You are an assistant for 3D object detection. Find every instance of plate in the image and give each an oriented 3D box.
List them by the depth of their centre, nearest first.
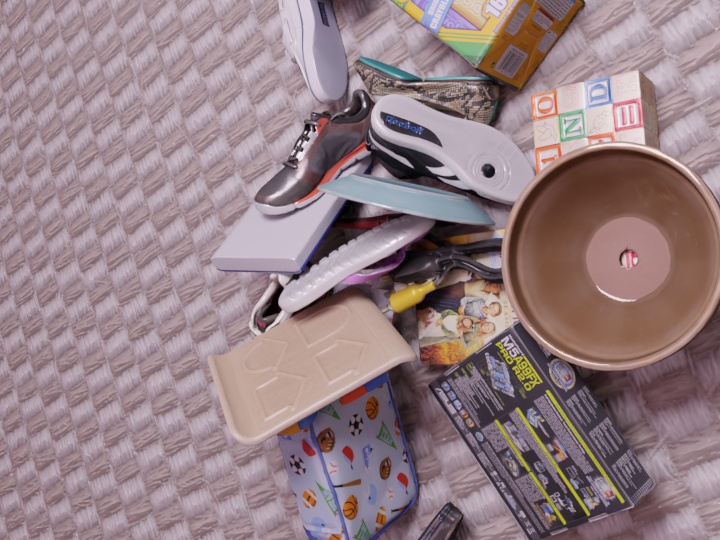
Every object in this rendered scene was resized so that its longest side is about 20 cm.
[{"bbox_3d":[0.052,-0.081,0.895,0.199,0.200,0.026,19,101,33],"label":"plate"}]

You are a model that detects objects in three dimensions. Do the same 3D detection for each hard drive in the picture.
[{"bbox_3d":[-0.082,-0.075,1.013,0.131,0.025,0.201,1,44,34],"label":"hard drive"}]

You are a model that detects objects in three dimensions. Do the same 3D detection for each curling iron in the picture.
[{"bbox_3d":[0.030,-0.067,1.008,0.199,0.026,0.050,10,131,35],"label":"curling iron"}]

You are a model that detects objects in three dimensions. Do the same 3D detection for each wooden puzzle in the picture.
[{"bbox_3d":[-0.054,0.104,0.881,0.185,0.199,0.047,49,161,62],"label":"wooden puzzle"}]

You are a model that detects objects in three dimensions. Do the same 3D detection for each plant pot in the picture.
[{"bbox_3d":[0.239,-0.012,0.759,0.199,0.092,0.203,-1,89,32],"label":"plant pot"}]

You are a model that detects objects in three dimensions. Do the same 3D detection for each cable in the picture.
[{"bbox_3d":[0.099,-0.009,0.901,0.199,0.050,0.098,-11,53,37],"label":"cable"}]

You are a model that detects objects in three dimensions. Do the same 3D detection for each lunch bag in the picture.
[{"bbox_3d":[-0.009,0.210,0.936,0.075,0.160,0.202,-3,108,39],"label":"lunch bag"}]

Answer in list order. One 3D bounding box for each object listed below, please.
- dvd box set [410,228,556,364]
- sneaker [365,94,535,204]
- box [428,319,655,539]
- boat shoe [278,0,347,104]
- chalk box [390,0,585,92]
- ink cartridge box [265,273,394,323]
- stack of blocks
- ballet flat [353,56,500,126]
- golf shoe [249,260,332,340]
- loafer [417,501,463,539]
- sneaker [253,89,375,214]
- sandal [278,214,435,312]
[{"bbox_3d":[0.137,0.031,0.898,0.199,0.029,0.148,-5,89,50],"label":"dvd box set"},{"bbox_3d":[0.100,-0.128,0.950,0.199,0.112,0.073,29,75,0],"label":"sneaker"},{"bbox_3d":[0.176,0.163,0.836,0.201,0.044,0.160,56,140,10],"label":"box"},{"bbox_3d":[-0.067,-0.300,1.074,0.065,0.073,0.202,-23,65,35],"label":"boat shoe"},{"bbox_3d":[0.121,-0.314,0.907,0.200,0.124,0.124,47,112,25],"label":"chalk box"},{"bbox_3d":[-0.034,0.064,1.038,0.199,0.050,0.110,9,92,33],"label":"ink cartridge box"},{"bbox_3d":[0.247,-0.090,0.848,0.114,0.058,0.202,-7,84,34],"label":"stack of blocks"},{"bbox_3d":[0.069,-0.204,0.976,0.199,0.068,0.076,18,106,30],"label":"ballet flat"},{"bbox_3d":[-0.110,0.079,1.007,0.077,0.088,0.201,28,104,30],"label":"golf shoe"},{"bbox_3d":[0.085,0.358,0.936,0.072,0.073,0.201,26,112,23],"label":"loafer"},{"bbox_3d":[-0.058,-0.149,0.995,0.200,0.082,0.077,-40,37,-15],"label":"sneaker"},{"bbox_3d":[0.001,-0.003,0.920,0.202,0.083,0.050,-28,109,17],"label":"sandal"}]
